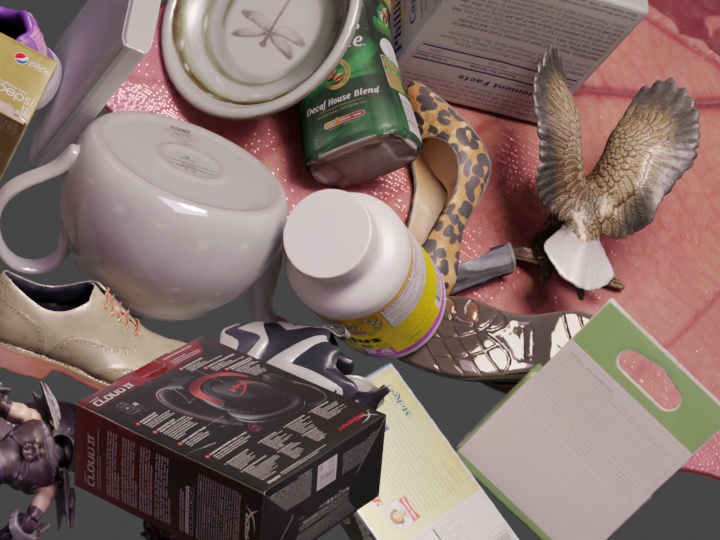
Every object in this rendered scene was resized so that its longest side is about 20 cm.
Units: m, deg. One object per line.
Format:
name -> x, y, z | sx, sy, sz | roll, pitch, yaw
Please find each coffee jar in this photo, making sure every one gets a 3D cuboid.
coffee jar -> -0.014, -0.183, 1.824 | 0.085, 0.104, 0.201 | 37, 37, -59

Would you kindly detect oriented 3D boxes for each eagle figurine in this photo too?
eagle figurine -> 0.204, -0.087, 1.844 | 0.151, 0.201, 0.151 | 31, 21, 26

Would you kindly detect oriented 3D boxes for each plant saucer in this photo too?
plant saucer -> -0.079, -0.219, 1.790 | 0.050, 0.199, 0.201 | 34, 40, -58

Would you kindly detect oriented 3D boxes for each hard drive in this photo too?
hard drive -> -0.213, -0.182, 1.660 | 0.027, 0.200, 0.133 | 22, 55, -22

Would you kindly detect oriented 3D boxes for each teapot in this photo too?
teapot -> -0.165, -0.027, 1.644 | 0.200, 0.147, 0.197 | 34, 24, 20

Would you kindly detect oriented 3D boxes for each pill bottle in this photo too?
pill bottle -> 0.000, 0.000, 1.665 | 0.104, 0.200, 0.105 | -5, 71, 15

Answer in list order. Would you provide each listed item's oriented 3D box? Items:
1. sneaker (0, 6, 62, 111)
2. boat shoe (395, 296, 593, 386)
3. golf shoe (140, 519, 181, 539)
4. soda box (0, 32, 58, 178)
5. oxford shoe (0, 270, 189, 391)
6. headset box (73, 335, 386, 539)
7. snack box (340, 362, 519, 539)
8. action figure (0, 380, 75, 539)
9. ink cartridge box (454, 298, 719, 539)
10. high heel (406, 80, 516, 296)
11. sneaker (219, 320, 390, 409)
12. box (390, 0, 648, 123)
sneaker -> -0.342, -0.189, 1.650 | 0.199, 0.089, 0.081 | 7, 63, -3
boat shoe -> 0.117, 0.073, 1.776 | 0.199, 0.073, 0.075 | 8, 67, 0
golf shoe -> -0.128, 0.183, 1.585 | 0.092, 0.073, 0.201 | -7, 67, -32
soda box -> -0.298, -0.101, 1.572 | 0.064, 0.200, 0.068 | 27, 55, -10
oxford shoe -> -0.197, 0.051, 1.583 | 0.199, 0.074, 0.071 | 12, 20, -22
headset box -> -0.104, 0.128, 1.495 | 0.199, 0.075, 0.148 | 21, 30, 30
snack box -> 0.036, 0.187, 1.689 | 0.116, 0.037, 0.200 | -30, 80, -36
action figure -> -0.291, 0.146, 1.527 | 0.199, 0.069, 0.131 | -2, 58, -33
ink cartridge box -> 0.195, 0.134, 1.706 | 0.145, 0.200, 0.048 | 43, 20, 1
high heel -> 0.051, -0.070, 1.815 | 0.142, 0.071, 0.201 | -18, 82, -40
sneaker -> -0.037, 0.132, 1.613 | 0.129, 0.080, 0.200 | -10, 68, 11
box -> 0.136, -0.243, 1.876 | 0.183, 0.200, 0.105 | 12, 57, -22
